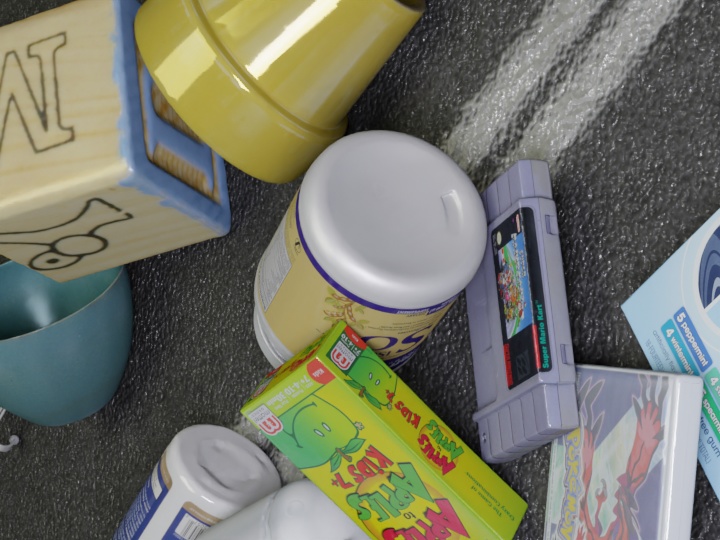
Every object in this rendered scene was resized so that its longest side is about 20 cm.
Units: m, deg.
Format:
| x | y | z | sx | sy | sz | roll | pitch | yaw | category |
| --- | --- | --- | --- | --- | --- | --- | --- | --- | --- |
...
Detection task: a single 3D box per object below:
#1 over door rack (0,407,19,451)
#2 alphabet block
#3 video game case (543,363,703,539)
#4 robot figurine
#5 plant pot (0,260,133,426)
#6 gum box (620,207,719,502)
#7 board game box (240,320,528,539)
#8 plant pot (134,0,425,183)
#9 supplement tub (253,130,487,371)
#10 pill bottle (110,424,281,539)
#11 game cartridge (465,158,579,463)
| x | y | z | sx | sy | sz | roll | pitch | yaw | category |
| --- | --- | --- | --- | --- | --- | --- | --- | --- | --- |
| -0.420 | 0.084 | 1.880 | 0.200 | 0.067 | 0.148 | 47 | 121 | 22 | over door rack |
| -0.259 | -0.122 | 1.575 | 0.200 | 0.195 | 0.197 | -15 | 67 | 20 | alphabet block |
| 0.169 | 0.165 | 1.111 | 0.182 | 0.023 | 0.200 | 177 | 99 | -72 | video game case |
| -0.062 | 0.240 | 1.357 | 0.200 | 0.113 | 0.170 | -32 | 21 | 34 | robot figurine |
| -0.315 | 0.078 | 1.687 | 0.200 | 0.200 | 0.135 | 20 | 133 | 52 | plant pot |
| 0.271 | 0.029 | 1.039 | 0.200 | 0.044 | 0.170 | -49 | 48 | 34 | gum box |
| 0.018 | 0.140 | 1.236 | 0.102 | 0.200 | 0.048 | -37 | 11 | 41 | board game box |
| -0.056 | -0.207 | 1.397 | 0.189 | 0.201 | 0.201 | -39 | 53 | 23 | plant pot |
| 0.000 | 0.000 | 1.279 | 0.200 | 0.145 | 0.146 | 122 | 140 | -57 | supplement tub |
| -0.162 | 0.244 | 1.497 | 0.200 | 0.111 | 0.111 | -57 | 44 | 28 | pill bottle |
| 0.112 | 0.031 | 1.220 | 0.130 | 0.038 | 0.200 | 129 | 139 | -67 | game cartridge |
